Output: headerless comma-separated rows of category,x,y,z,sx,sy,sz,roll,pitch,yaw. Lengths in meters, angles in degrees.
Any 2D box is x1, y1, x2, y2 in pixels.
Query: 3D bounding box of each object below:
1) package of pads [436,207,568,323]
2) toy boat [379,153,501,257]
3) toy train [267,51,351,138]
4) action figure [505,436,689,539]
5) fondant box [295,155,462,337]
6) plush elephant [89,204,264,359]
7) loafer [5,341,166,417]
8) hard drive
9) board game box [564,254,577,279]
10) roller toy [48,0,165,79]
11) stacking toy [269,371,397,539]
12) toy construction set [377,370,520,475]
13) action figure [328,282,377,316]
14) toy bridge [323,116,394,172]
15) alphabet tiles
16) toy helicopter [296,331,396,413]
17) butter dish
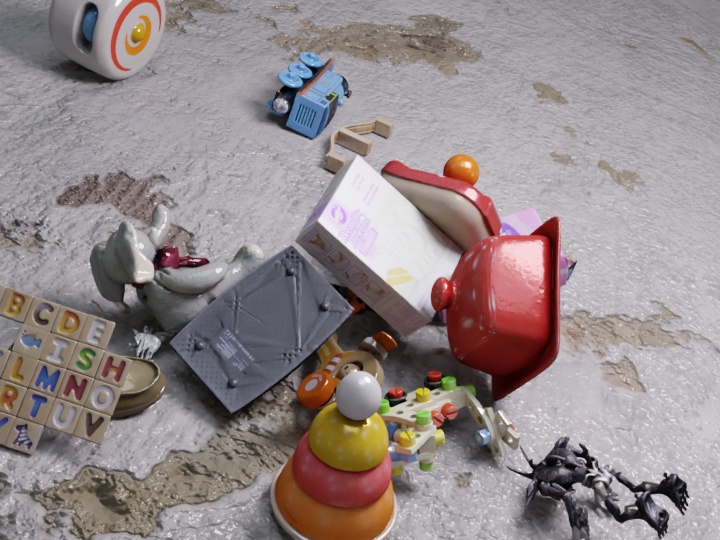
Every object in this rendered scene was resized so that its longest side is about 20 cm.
package of pads,0.186,-0.010,1.598,0.199,0.076,0.121,-17,42,-7
toy boat,0.119,-0.108,1.553,0.199,0.131,0.131,19,63,37
toy train,-0.086,-0.313,1.962,0.114,0.087,0.200,28,34,3
action figure,0.269,0.262,1.291,0.199,0.103,0.119,7,34,39
fondant box,0.028,-0.032,1.457,0.200,0.058,0.145,40,46,-12
plush elephant,-0.255,-0.005,1.397,0.164,0.155,0.200,-13,26,51
loafer,-0.324,0.122,1.288,0.198,0.068,0.076,2,38,-16
hard drive,-0.120,0.075,1.369,0.200,0.042,0.135,-40,71,-17
board game box,0.216,-0.024,1.713,0.199,0.035,0.135,31,39,22
roller toy,-0.427,-0.427,1.906,0.139,0.200,0.183,27,72,17
stacking toy,-0.013,0.192,1.191,0.145,0.201,0.147,10,36,-7
toy construction set,0.095,0.182,1.337,0.199,0.093,0.131,-2,13,-34
action figure,0.000,0.000,1.525,0.193,0.104,0.201,11,54,-47
toy bridge,-0.012,-0.223,1.908,0.067,0.027,0.200,25,36,16
alphabet tiles,-0.366,0.116,1.243,0.199,0.008,0.168,18,75,2
toy helicopter,-0.023,0.111,1.382,0.132,0.079,0.200,-39,27,0
butter dish,0.160,0.041,1.406,0.147,0.200,0.201,11,66,-13
